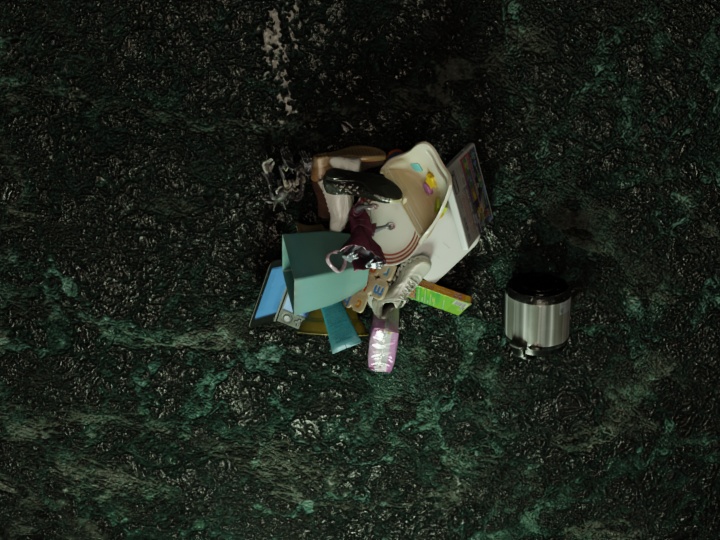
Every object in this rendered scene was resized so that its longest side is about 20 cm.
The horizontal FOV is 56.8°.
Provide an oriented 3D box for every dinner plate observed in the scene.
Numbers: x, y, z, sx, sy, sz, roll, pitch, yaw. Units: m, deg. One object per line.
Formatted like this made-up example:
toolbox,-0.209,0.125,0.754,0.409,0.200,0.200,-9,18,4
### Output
dinner plate,0.069,-0.116,1.643,0.194,0.024,0.208,3,97,27

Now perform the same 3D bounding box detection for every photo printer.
photo printer,0.200,-0.078,1.689,0.200,0.070,0.165,-43,128,16

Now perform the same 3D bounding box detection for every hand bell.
hand bell,-0.063,-0.104,1.718,0.194,0.104,0.107,-18,111,-5

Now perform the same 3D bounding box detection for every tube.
tube,-0.066,0.106,1.665,0.075,0.204,0.051,-22,150,0

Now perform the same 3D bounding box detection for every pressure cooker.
pressure cooker,0.456,0.129,1.725,0.170,0.180,0.206,-4,111,1

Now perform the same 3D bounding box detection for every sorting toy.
sorting toy,0.149,-0.198,1.508,0.105,0.181,0.204,-25,78,-20

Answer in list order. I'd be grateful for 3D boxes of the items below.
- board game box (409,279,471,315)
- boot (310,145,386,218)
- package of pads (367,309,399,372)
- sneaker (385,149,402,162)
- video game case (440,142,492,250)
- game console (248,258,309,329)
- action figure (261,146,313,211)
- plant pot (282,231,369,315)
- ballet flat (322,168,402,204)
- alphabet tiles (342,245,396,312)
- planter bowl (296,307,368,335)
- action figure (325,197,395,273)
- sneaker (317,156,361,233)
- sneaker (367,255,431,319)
board game box,0.187,0.064,1.762,0.194,0.031,0.096,17,156,-6
boot,-0.026,-0.221,1.679,0.193,0.073,0.171,-5,123,3
package of pads,0.062,0.159,1.739,0.073,0.201,0.124,10,114,0
sneaker,0.108,-0.196,1.665,0.073,0.079,0.204,-20,109,11
video game case,0.261,-0.182,1.617,0.022,0.182,0.205,-5,115,35
game console,-0.182,0.074,1.762,0.171,0.117,0.204,21,112,-6
action figure,-0.181,-0.231,1.651,0.115,0.105,0.200,-2,156,-25
plant pot,-0.083,-0.005,1.622,0.194,0.144,0.143,-10,143,-14
ballet flat,0.006,-0.191,1.543,0.194,0.067,0.058,16,142,13
alphabet tiles,0.000,0.000,1.700,0.196,0.015,0.201,20,84,36
planter bowl,-0.071,0.124,1.759,0.193,0.200,0.087,3,87,1
action figure,0.002,-0.087,1.570,0.145,0.204,0.134,-21,138,18
sneaker,-0.060,-0.187,1.623,0.096,0.078,0.206,15,113,2
sneaker,0.105,0.045,1.660,0.199,0.082,0.075,-42,126,18
